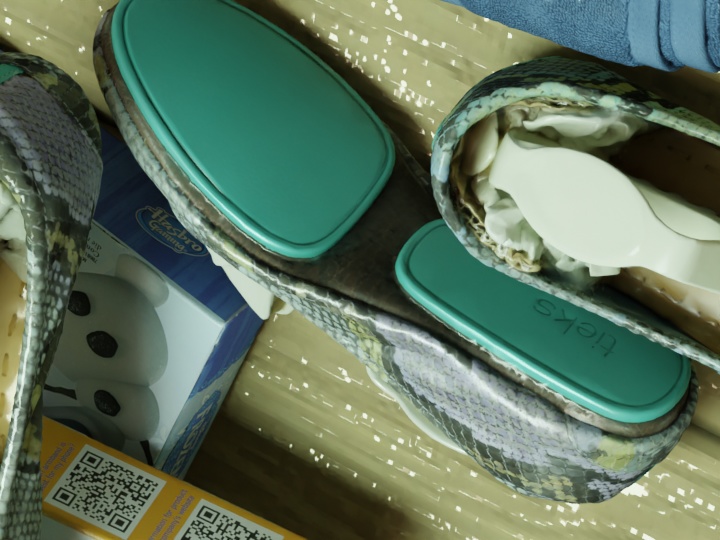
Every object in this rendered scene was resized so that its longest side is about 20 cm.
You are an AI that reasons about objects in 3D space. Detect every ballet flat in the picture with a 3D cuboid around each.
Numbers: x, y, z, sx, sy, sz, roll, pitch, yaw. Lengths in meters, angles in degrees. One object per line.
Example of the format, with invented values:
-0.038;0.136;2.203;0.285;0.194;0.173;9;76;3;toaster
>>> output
-0.121;0.040;0.757;0.072;0.072;0.201;18;105;25;ballet flat
0.103;0.004;0.695;0.200;0.074;0.074;21;127;22;ballet flat
0.000;0.000;0.774;0.200;0.072;0.072;37;132;12;ballet flat

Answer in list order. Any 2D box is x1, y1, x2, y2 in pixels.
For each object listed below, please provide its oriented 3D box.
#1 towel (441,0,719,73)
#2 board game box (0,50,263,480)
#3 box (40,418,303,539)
0.015;-0.122;0.701;0.200;0.049;0.112;18;125;24;towel
-0.142;0.014;0.895;0.200;0.043;0.199;37;131;10;board game box
-0.110;0.098;0.858;0.200;0.041;0.119;26;130;10;box
